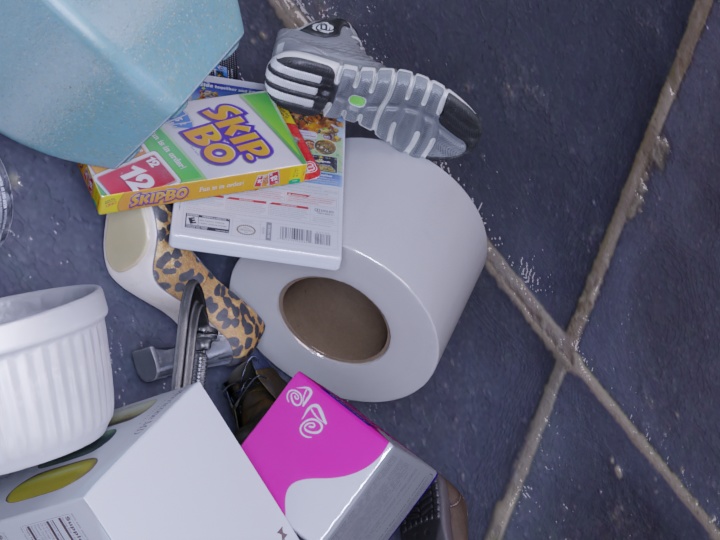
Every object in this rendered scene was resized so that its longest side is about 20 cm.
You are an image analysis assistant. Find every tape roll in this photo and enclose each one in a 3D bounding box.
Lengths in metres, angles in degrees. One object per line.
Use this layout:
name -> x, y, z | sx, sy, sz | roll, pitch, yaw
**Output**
tape roll -> 0.000, 0.000, 1.663 | 0.203, 0.202, 0.139 | 50, 46, -23

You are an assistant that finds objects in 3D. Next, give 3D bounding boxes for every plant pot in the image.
plant pot -> -0.213, -0.200, 1.467 | 0.200, 0.196, 0.196 | 44, 50, -9

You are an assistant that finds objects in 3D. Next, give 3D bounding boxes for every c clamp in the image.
c clamp -> -0.142, 0.111, 1.513 | 0.171, 0.027, 0.201 | 57, 37, -79

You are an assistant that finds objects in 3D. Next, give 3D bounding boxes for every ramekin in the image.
ramekin -> -0.273, 0.084, 1.340 | 0.200, 0.200, 0.106 | -20, 100, -49

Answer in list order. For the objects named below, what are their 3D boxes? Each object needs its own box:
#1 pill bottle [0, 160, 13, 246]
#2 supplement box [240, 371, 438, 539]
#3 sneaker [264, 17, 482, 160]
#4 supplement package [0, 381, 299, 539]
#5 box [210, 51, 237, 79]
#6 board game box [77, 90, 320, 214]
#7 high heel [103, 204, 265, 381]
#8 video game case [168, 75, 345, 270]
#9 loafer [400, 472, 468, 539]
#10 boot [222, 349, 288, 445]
pill bottle -> -0.360, -0.037, 1.351 | 0.200, 0.106, 0.107 | -22, 92, -49
supplement box -> -0.020, 0.163, 1.489 | 0.101, 0.104, 0.200 | 37, -1, 17
sneaker -> 0.014, -0.173, 1.628 | 0.199, 0.075, 0.116 | 19, 35, -15
supplement package -> -0.187, 0.202, 1.380 | 0.151, 0.200, 0.152 | 59, 42, -14
box -> -0.181, -0.180, 1.649 | 0.160, 0.044, 0.201 | 14, 66, -45
board game box -> -0.137, -0.102, 1.548 | 0.199, 0.030, 0.096 | -9, 51, -25
high heel -> -0.148, -0.011, 1.601 | 0.142, 0.071, 0.201 | -12, 96, -48
video game case -> -0.084, -0.087, 1.577 | 0.143, 0.018, 0.201 | 8, 47, -7
loafer -> 0.083, 0.289, 1.742 | 0.071, 0.073, 0.201 | 21, 61, -42
boot -> -0.094, 0.123, 1.574 | 0.097, 0.075, 0.200 | 45, 10, 10
